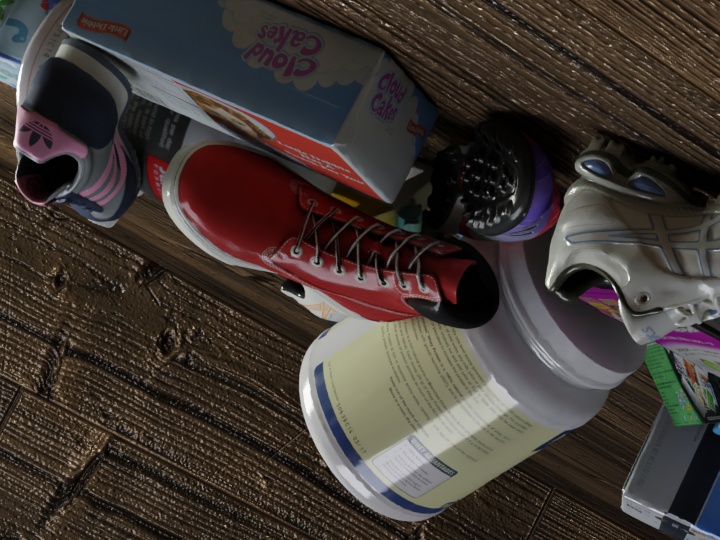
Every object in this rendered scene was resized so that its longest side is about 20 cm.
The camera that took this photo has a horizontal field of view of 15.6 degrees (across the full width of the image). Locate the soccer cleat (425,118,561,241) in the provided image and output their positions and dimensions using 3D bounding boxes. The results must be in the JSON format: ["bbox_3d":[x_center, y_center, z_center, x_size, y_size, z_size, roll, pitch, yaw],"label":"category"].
[{"bbox_3d":[0.093,-0.048,1.562,0.073,0.069,0.200,9,176,-10],"label":"soccer cleat"}]

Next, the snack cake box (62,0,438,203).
[{"bbox_3d":[-0.065,-0.119,1.578,0.199,0.067,0.115,24,172,23],"label":"snack cake box"}]

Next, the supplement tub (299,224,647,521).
[{"bbox_3d":[0.074,0.061,1.729,0.200,0.145,0.145,-34,132,31],"label":"supplement tub"}]

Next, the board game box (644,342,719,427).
[{"bbox_3d":[0.215,0.052,1.751,0.105,0.023,0.200,63,174,1],"label":"board game box"}]

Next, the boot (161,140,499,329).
[{"bbox_3d":[-0.012,-0.021,1.592,0.200,0.073,0.144,28,168,-35],"label":"boot"}]

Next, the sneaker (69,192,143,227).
[{"bbox_3d":[-0.159,-0.102,1.861,0.073,0.114,0.201,43,-165,-5],"label":"sneaker"}]

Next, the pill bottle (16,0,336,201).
[{"bbox_3d":[-0.116,-0.101,1.728,0.199,0.114,0.114,24,174,26],"label":"pill bottle"}]

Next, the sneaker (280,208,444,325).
[{"bbox_3d":[0.000,0.000,1.858,0.080,0.074,0.200,25,157,-11],"label":"sneaker"}]

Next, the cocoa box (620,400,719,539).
[{"bbox_3d":[0.280,0.144,1.972,0.131,0.134,0.200,25,174,8],"label":"cocoa box"}]

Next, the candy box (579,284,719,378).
[{"bbox_3d":[0.228,0.029,1.576,0.200,0.061,0.136,29,173,-14],"label":"candy box"}]

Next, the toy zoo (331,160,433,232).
[{"bbox_3d":[-0.037,-0.058,1.795,0.200,0.021,0.131,23,-144,37],"label":"toy zoo"}]

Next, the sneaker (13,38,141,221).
[{"bbox_3d":[-0.186,-0.068,1.642,0.070,0.082,0.200,30,159,13],"label":"sneaker"}]

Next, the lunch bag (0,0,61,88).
[{"bbox_3d":[-0.272,-0.186,1.840,0.199,0.083,0.161,26,173,12],"label":"lunch bag"}]

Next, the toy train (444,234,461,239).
[{"bbox_3d":[0.123,0.026,1.919,0.114,0.087,0.200,16,168,34],"label":"toy train"}]

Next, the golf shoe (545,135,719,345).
[{"bbox_3d":[0.185,0.004,1.389,0.200,0.098,0.078,20,169,41],"label":"golf shoe"}]

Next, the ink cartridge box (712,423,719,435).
[{"bbox_3d":[0.311,0.099,1.772,0.115,0.068,0.200,27,174,5],"label":"ink cartridge box"}]
